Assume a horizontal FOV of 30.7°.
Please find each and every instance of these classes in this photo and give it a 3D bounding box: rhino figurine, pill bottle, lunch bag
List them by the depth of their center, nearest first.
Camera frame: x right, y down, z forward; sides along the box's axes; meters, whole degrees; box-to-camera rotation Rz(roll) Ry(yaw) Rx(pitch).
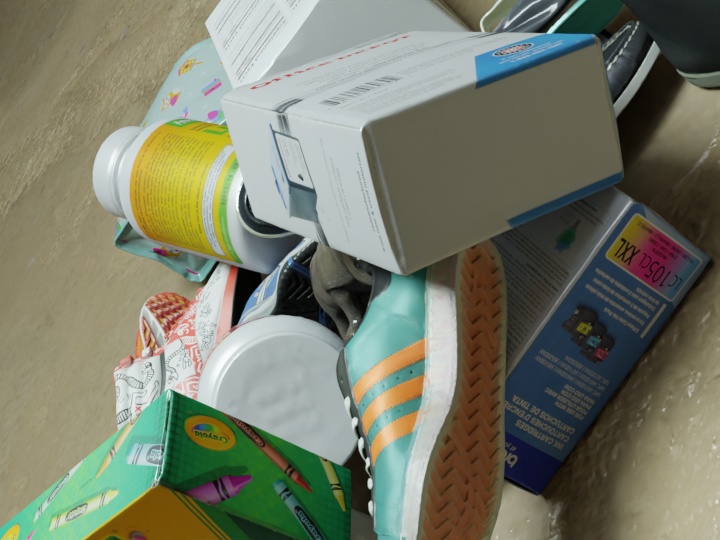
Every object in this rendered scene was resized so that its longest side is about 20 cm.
[{"bbox_3d":[-0.053,0.084,0.859,0.110,0.109,0.200,-62,5,-5],"label":"pill bottle"},{"bbox_3d":[0.000,0.000,0.871,0.200,0.059,0.088,108,142,-76],"label":"rhino figurine"},{"bbox_3d":[-0.132,-0.069,1.105,0.199,0.111,0.112,14,74,39],"label":"pill bottle"},{"bbox_3d":[-0.148,-0.120,1.277,0.200,0.121,0.171,-52,27,26],"label":"lunch bag"}]

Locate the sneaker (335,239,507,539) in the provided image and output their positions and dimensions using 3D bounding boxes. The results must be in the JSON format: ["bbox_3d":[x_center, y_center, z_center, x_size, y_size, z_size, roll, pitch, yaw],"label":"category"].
[{"bbox_3d":[0.027,0.078,0.687,0.079,0.071,0.201,-10,59,36],"label":"sneaker"}]

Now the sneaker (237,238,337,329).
[{"bbox_3d":[-0.043,0.012,1.015,0.200,0.076,0.077,-46,25,21],"label":"sneaker"}]

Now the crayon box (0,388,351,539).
[{"bbox_3d":[-0.111,0.151,0.719,0.200,0.118,0.059,-39,36,37],"label":"crayon box"}]

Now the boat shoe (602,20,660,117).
[{"bbox_3d":[0.114,-0.090,0.854,0.200,0.060,0.074,-49,4,23],"label":"boat shoe"}]

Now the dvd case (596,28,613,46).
[{"bbox_3d":[0.099,-0.108,0.958,0.200,0.017,0.143,-52,29,14],"label":"dvd case"}]

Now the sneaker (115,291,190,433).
[{"bbox_3d":[-0.173,0.118,1.160,0.077,0.072,0.201,106,171,-55],"label":"sneaker"}]

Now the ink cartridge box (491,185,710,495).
[{"bbox_3d":[0.091,0.034,0.769,0.201,0.076,0.137,-54,29,7],"label":"ink cartridge box"}]

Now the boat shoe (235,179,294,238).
[{"bbox_3d":[-0.010,-0.091,0.968,0.199,0.075,0.062,-29,-7,10],"label":"boat shoe"}]

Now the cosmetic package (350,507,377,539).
[{"bbox_3d":[-0.034,0.187,0.796,0.199,0.106,0.091,-6,58,55],"label":"cosmetic package"}]

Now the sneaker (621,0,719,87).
[{"bbox_3d":[0.220,-0.160,0.711,0.199,0.106,0.075,-13,52,55],"label":"sneaker"}]

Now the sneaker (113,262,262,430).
[{"bbox_3d":[-0.148,0.060,1.105,0.107,0.067,0.203,-6,50,15],"label":"sneaker"}]

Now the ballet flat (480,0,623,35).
[{"bbox_3d":[0.094,-0.139,0.898,0.200,0.073,0.073,-47,29,12],"label":"ballet flat"}]

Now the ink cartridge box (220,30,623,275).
[{"bbox_3d":[0.028,-0.077,0.740,0.146,0.087,0.200,-23,18,-21],"label":"ink cartridge box"}]

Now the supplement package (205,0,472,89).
[{"bbox_3d":[-0.015,-0.191,1.085,0.151,0.151,0.200,-51,28,14],"label":"supplement package"}]
